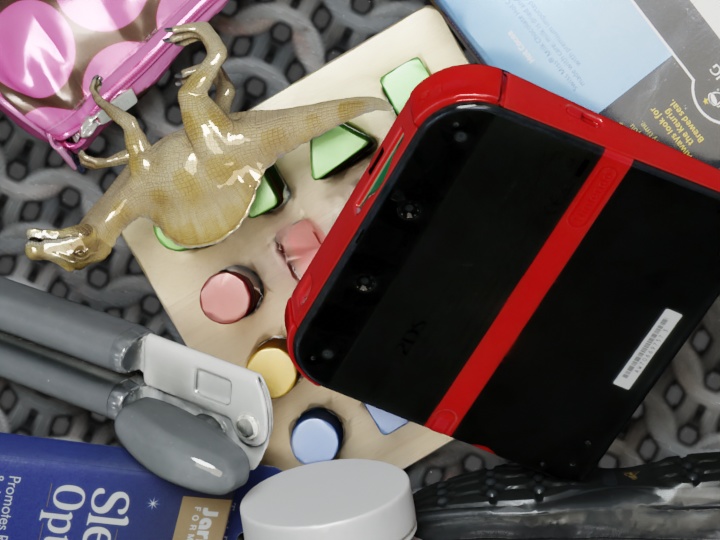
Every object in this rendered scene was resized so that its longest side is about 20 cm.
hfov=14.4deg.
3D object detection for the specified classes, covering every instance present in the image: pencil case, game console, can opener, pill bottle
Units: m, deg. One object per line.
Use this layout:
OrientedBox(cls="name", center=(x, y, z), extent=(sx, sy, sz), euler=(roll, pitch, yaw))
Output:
OrientedBox(cls="pencil case", center=(-0.105, -0.147, 1.435), extent=(0.200, 0.091, 0.094), euler=(-46, 46, 5))
OrientedBox(cls="game console", center=(0.073, 0.004, 1.355), extent=(0.176, 0.031, 0.200), euler=(21, 128, -14))
OrientedBox(cls="can opener", center=(-0.128, 0.051, 1.419), extent=(0.199, 0.066, 0.053), euler=(21, 117, 32))
OrientedBox(cls="pill bottle", center=(-0.002, 0.201, 1.411), extent=(0.112, 0.112, 0.201), euler=(-9, 108, 3))

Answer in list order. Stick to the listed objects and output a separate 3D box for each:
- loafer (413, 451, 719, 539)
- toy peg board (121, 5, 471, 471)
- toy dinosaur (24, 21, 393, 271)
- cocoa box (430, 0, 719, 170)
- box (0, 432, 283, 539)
OrientedBox(cls="loafer", center=(0.120, 0.135, 1.446), extent=(0.199, 0.068, 0.071), euler=(-3, 105, 2))
OrientedBox(cls="toy peg board", center=(0.000, 0.000, 1.432), extent=(0.199, 0.098, 0.200), euler=(-30, 91, 4))
OrientedBox(cls="toy dinosaur", center=(-0.071, -0.063, 1.373), extent=(0.199, 0.058, 0.102), euler=(-25, 65, 17))
OrientedBox(cls="cocoa box", center=(0.118, -0.131, 1.403), extent=(0.131, 0.133, 0.200), euler=(-38, 91, 4))
OrientedBox(cls="box", center=(-0.139, 0.144, 1.416), extent=(0.199, 0.032, 0.122), euler=(7, 111, -20))
